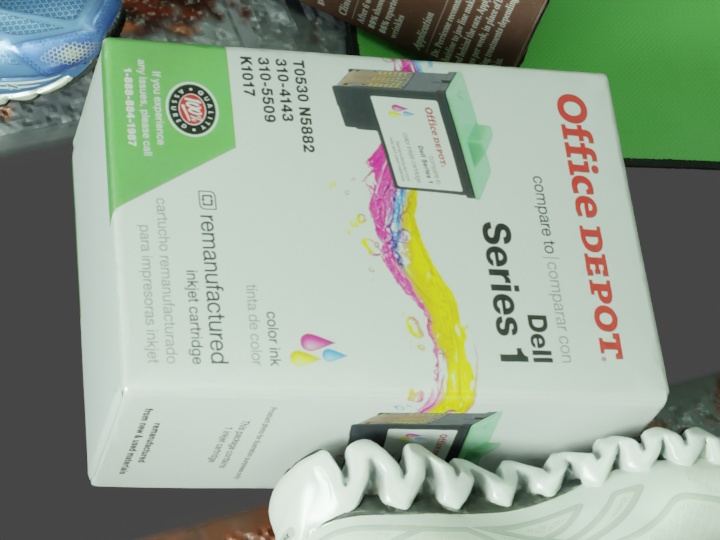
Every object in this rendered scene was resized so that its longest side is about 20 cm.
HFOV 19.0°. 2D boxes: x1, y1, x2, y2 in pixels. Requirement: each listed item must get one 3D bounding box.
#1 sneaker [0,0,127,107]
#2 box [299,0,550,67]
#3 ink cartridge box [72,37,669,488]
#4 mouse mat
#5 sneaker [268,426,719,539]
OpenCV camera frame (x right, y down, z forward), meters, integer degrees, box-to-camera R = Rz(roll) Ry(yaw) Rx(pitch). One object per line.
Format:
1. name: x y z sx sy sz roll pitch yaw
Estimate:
1. sneaker: -0.183 -0.131 0.810 0.200 0.089 0.079 23 58 -4
2. box: -0.008 -0.162 0.871 0.200 0.100 0.075 24 58 -1
3. ink cartridge box: 0.000 0.000 0.794 0.199 0.084 0.145 2 61 -16
4. mouse mat: 0.087 -0.113 0.931 0.199 0.008 0.161 1 61 -17
5. sneaker: 0.070 0.105 0.760 0.199 0.075 0.081 -3 56 -10
